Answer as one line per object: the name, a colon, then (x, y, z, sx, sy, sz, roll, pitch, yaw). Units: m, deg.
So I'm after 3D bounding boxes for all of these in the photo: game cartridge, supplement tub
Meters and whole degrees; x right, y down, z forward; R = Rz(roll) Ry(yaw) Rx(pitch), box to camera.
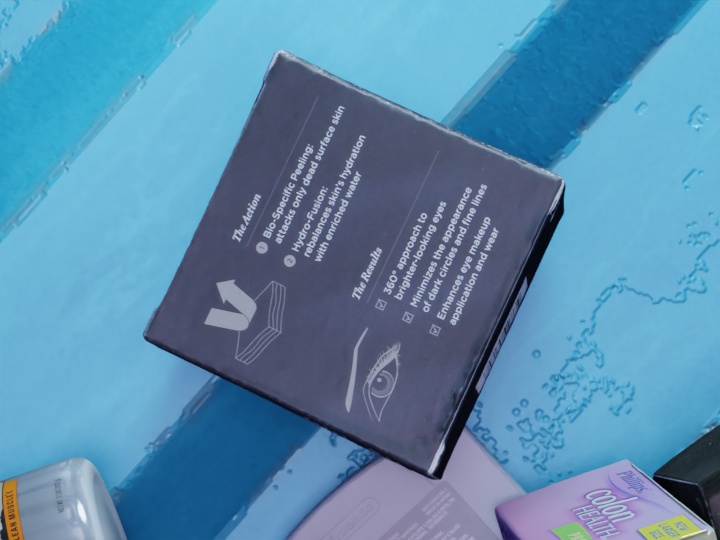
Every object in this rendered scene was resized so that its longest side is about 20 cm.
game cartridge: (0.021, 0.197, 1.434, 0.200, 0.040, 0.133, -42, 93, 0)
supplement tub: (-0.247, 0.203, 1.390, 0.199, 0.123, 0.123, -19, 90, 0)

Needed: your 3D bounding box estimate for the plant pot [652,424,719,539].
plant pot: (0.291, 0.165, 1.342, 0.177, 0.200, 0.200, -18, 90, -6)

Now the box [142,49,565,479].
box: (0.000, 0.000, 1.377, 0.199, 0.117, 0.197, 25, 85, 7)

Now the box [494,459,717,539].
box: (0.170, 0.240, 1.342, 0.096, 0.176, 0.201, -18, 101, -6)
